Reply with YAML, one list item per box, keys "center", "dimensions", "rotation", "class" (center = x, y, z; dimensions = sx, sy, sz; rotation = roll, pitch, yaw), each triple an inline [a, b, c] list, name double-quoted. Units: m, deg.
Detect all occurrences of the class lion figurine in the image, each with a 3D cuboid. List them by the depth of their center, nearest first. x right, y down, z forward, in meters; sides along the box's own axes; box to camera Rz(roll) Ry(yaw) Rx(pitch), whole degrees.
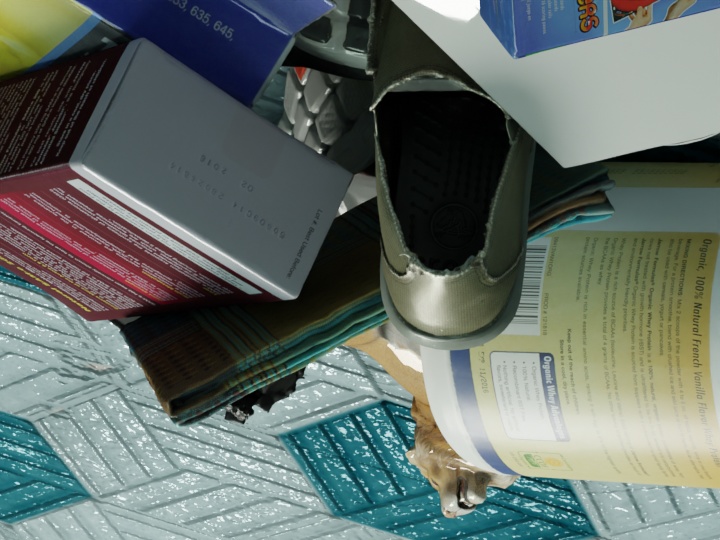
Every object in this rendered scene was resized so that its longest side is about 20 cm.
- center: [0.031, 0.042, 1.418]
  dimensions: [0.122, 0.072, 0.200]
  rotation: [-8, 129, 51]
  class: "lion figurine"

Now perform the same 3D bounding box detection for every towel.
- center: [0.000, 0.000, 1.152]
  dimensions: [0.022, 0.200, 0.147]
  rotation: [64, 174, -15]
  class: "towel"

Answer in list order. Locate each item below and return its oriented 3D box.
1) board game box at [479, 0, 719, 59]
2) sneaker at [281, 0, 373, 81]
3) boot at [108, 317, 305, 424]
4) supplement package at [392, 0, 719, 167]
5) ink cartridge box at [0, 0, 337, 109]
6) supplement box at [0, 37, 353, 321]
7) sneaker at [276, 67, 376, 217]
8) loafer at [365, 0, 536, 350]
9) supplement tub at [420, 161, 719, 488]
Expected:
- center: [0.099, -0.172, 0.857]
  dimensions: [0.135, 0.034, 0.200]
  rotation: [-14, 125, -13]
  class: "board game box"
- center: [-0.040, -0.120, 1.170]
  dimensions: [0.200, 0.075, 0.085]
  rotation: [20, 159, 16]
  class: "sneaker"
- center: [-0.116, -0.013, 1.314]
  dimensions: [0.162, 0.073, 0.198]
  rotation: [39, 175, 40]
  class: "boot"
- center: [0.075, -0.147, 0.988]
  dimensions: [0.121, 0.120, 0.200]
  rotation: [-12, 139, 39]
  class: "supplement package"
- center: [-0.132, -0.119, 1.105]
  dimensions: [0.198, 0.047, 0.200]
  rotation: [32, 164, -13]
  class: "ink cartridge box"
- center: [-0.102, -0.033, 1.146]
  dimensions: [0.109, 0.061, 0.200]
  rotation: [33, 161, -25]
  class: "supplement box"
- center: [0.010, -0.063, 1.253]
  dimensions: [0.082, 0.077, 0.200]
  rotation: [-4, 156, -25]
  class: "sneaker"
- center: [0.040, -0.073, 1.064]
  dimensions: [0.075, 0.200, 0.070]
  rotation: [-2, 166, 2]
  class: "loafer"
- center: [0.142, 0.024, 1.226]
  dimensions: [0.200, 0.144, 0.144]
  rotation: [2, 148, 28]
  class: "supplement tub"
